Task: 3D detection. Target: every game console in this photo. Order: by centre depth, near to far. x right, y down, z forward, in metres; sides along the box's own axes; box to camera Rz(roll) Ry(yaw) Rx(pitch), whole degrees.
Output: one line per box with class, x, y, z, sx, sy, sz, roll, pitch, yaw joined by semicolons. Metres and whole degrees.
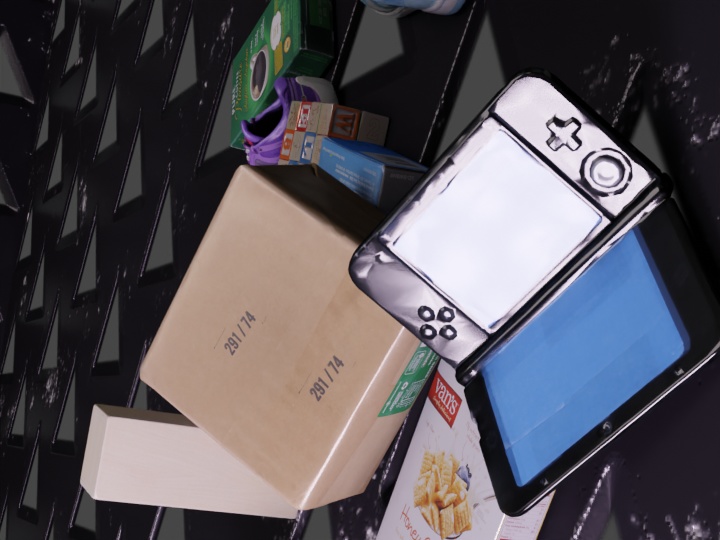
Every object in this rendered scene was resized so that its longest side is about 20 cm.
game console;0.097;0.015;0.787;0.200;0.175;0.117;-46;9;32

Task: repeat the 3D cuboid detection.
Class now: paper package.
paper package;-0.042;0.047;0.989;0.190;0.103;0.202;36;109;21

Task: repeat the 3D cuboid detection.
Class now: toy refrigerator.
toy refrigerator;-0.155;0.178;1.215;0.070;0.197;0.077;13;92;65

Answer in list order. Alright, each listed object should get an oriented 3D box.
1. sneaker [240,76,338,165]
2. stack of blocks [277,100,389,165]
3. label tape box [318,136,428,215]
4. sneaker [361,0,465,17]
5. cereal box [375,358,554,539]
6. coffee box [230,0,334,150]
sneaker;-0.093;-0.122;1.341;0.081;0.082;0.201;-107;34;-46
stack of blocks;-0.041;-0.054;1.225;0.115;0.058;0.203;21;100;65
label tape box;0.000;0.000;1.106;0.144;0.062;0.203;-145;63;-64
sneaker;0.004;-0.270;1.125;0.200;0.129;0.081;-159;79;-66
cereal box;0.067;0.180;0.915;0.144;0.039;0.203;48;124;60
coffee box;-0.088;-0.230;1.419;0.200;0.043;0.125;-46;40;51
